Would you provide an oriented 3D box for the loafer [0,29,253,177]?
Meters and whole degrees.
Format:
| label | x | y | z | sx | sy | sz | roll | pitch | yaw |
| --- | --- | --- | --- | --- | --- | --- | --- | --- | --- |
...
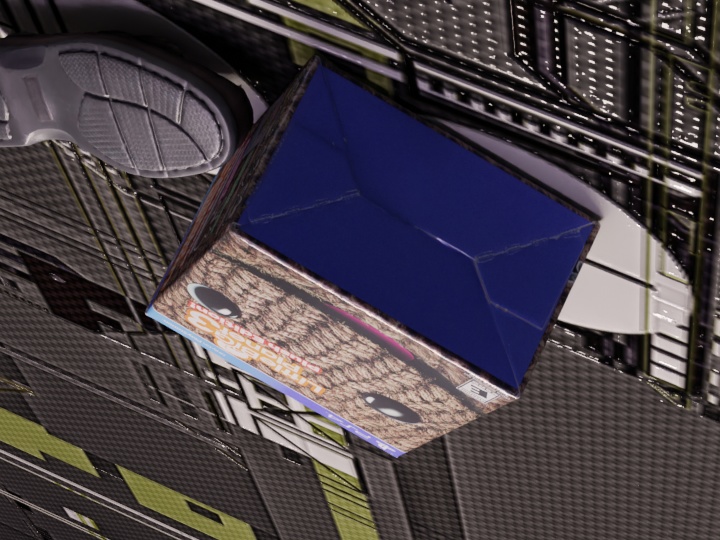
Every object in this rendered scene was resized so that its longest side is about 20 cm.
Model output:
| label | x | y | z | sx | sy | sz | roll | pitch | yaw |
| --- | --- | --- | --- | --- | --- | --- | --- | --- | --- |
| loafer | -0.129 | -0.095 | 1.224 | 0.199 | 0.063 | 0.072 | 9 | 125 | 35 |

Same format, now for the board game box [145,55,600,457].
| label | x | y | z | sx | sy | sz | roll | pitch | yaw |
| --- | --- | --- | --- | --- | --- | --- | --- | --- | --- |
| board game box | 0.000 | 0.000 | 1.210 | 0.159 | 0.097 | 0.200 | 30 | 162 | -7 |
